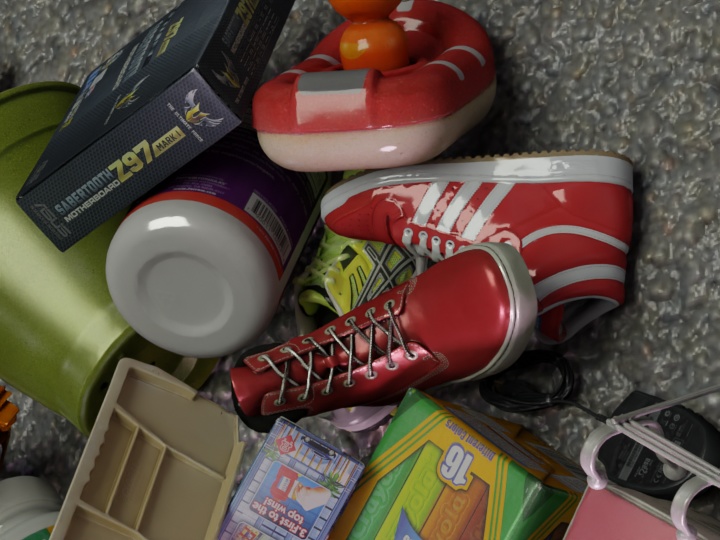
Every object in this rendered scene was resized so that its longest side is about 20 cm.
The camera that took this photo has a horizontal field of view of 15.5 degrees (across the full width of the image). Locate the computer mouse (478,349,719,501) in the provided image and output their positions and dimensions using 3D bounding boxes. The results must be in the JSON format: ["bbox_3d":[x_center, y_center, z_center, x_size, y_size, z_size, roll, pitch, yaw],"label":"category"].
[{"bbox_3d":[0.146,0.092,1.586,0.200,0.034,0.059,25,84,48],"label":"computer mouse"}]

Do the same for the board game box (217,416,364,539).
[{"bbox_3d":[-0.082,0.208,1.596,0.062,0.200,0.200,30,71,1],"label":"board game box"}]

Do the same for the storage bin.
[{"bbox_3d":[-0.165,0.185,1.562,0.200,0.094,0.199,-54,12,34],"label":"storage bin"}]

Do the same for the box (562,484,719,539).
[{"bbox_3d":[0.157,0.234,1.464,0.109,0.128,0.201,27,95,40],"label":"box"}]

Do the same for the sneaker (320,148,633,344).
[{"bbox_3d":[0.070,-0.009,1.625,0.199,0.071,0.113,-5,74,18],"label":"sneaker"}]

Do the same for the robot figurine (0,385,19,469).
[{"bbox_3d":[-0.295,0.158,1.837,0.058,0.145,0.200,35,145,9],"label":"robot figurine"}]

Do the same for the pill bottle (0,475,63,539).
[{"bbox_3d":[-0.195,0.233,1.763,0.113,0.113,0.200,-52,51,15],"label":"pill bottle"}]

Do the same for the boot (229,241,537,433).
[{"bbox_3d":[0.005,0.046,1.555,0.200,0.144,0.073,-37,68,55],"label":"boot"}]

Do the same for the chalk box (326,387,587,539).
[{"bbox_3d":[0.055,0.193,1.563,0.125,0.124,0.201,33,98,41],"label":"chalk box"}]

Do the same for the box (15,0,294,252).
[{"bbox_3d":[-0.128,-0.112,1.699,0.157,0.051,0.200,-33,19,24],"label":"box"}]

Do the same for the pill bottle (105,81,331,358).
[{"bbox_3d":[-0.085,-0.040,1.710,0.112,0.113,0.200,-28,21,30],"label":"pill bottle"}]

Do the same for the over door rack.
[{"bbox_3d":[0.238,0.102,1.422,0.148,0.200,0.067,29,132,41],"label":"over door rack"}]

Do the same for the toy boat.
[{"bbox_3d":[0.008,-0.142,1.650,0.130,0.200,0.131,-2,104,17],"label":"toy boat"}]

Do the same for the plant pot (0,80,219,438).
[{"bbox_3d":[-0.194,0.009,1.798,0.193,0.200,0.201,43,105,26],"label":"plant pot"}]

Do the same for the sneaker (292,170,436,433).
[{"bbox_3d":[0.000,0.000,1.699,0.075,0.076,0.201,-6,72,40],"label":"sneaker"}]
